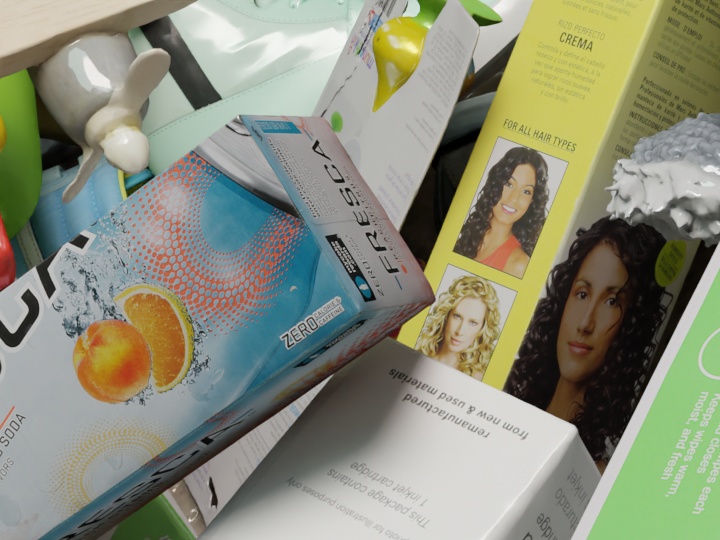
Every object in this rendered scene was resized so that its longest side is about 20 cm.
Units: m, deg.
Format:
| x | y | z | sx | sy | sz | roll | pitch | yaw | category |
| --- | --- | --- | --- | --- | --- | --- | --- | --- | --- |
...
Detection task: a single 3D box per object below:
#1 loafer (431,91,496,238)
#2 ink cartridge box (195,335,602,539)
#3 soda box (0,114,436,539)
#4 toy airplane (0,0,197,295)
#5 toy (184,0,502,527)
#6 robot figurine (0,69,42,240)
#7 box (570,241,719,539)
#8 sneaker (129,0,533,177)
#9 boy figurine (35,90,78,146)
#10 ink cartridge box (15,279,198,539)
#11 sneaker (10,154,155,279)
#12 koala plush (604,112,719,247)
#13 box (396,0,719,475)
| x | y | z | sx | sy | sz | roll | pitch | yaw | category |
| --- | --- | --- | --- | --- | --- | --- | --- | --- | --- |
| 0.114 | -0.037 | 0.960 | 0.199 | 0.072 | 0.063 | -13 | 64 | 31 | loafer |
| -0.004 | 0.143 | 0.787 | 0.087 | 0.146 | 0.200 | 25 | 65 | 42 | ink cartridge box |
| -0.081 | 0.038 | 0.783 | 0.200 | 0.068 | 0.064 | -36 | 81 | 17 | soda box |
| -0.162 | -0.046 | 0.851 | 0.199 | 0.142 | 0.200 | 4 | 38 | 18 | toy airplane |
| 0.000 | 0.000 | 0.941 | 0.115 | 0.047 | 0.201 | -122 | 50 | -65 | toy |
| -0.172 | -0.075 | 0.985 | 0.175 | 0.115 | 0.201 | -25 | 60 | 29 | robot figurine |
| 0.118 | 0.125 | 0.707 | 0.096 | 0.177 | 0.201 | 8 | 56 | 36 | box |
| -0.004 | -0.104 | 1.022 | 0.200 | 0.074 | 0.118 | -39 | 86 | -6 | sneaker |
| -0.108 | -0.078 | 1.094 | 0.198 | 0.124 | 0.065 | -5 | 89 | 8 | boy figurine |
| -0.163 | 0.103 | 0.922 | 0.199 | 0.146 | 0.084 | -35 | 42 | -4 | ink cartridge box |
| -0.135 | -0.009 | 1.071 | 0.130 | 0.080 | 0.200 | -35 | 42 | -12 | sneaker |
| 0.184 | -0.040 | 0.815 | 0.177 | 0.184 | 0.199 | -47 | 45 | -17 | koala plush |
| 0.075 | -0.031 | 0.900 | 0.050 | 0.075 | 0.201 | 22 | 92 | 40 | box |
